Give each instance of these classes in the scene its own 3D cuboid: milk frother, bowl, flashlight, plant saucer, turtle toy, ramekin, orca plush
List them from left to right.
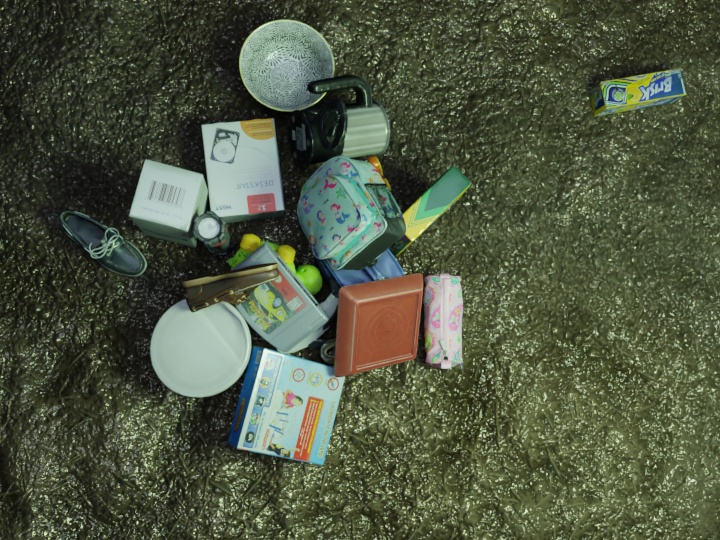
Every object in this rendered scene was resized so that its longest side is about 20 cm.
[{"bbox_3d":[-0.311,0.155,1.551,0.202,0.094,0.203,-1,81,5],"label":"ramekin"},{"bbox_3d":[-0.294,-0.068,1.541,0.068,0.200,0.068,-30,88,-9],"label":"flashlight"},{"bbox_3d":[-0.177,0.007,1.593,0.199,0.101,0.146,17,103,0],"label":"turtle toy"},{"bbox_3d":[-0.158,-0.424,1.657,0.200,0.094,0.202,1,83,-6],"label":"bowl"},{"bbox_3d":[-0.105,0.088,1.597,0.105,0.071,0.200,24,117,-16],"label":"orca plush"},{"bbox_3d":[-0.023,-0.287,1.568,0.188,0.181,0.200,-14,42,-27],"label":"milk frother"},{"bbox_3d":[0.046,0.116,1.552,0.199,0.037,0.200,-10,115,-31],"label":"plant saucer"}]

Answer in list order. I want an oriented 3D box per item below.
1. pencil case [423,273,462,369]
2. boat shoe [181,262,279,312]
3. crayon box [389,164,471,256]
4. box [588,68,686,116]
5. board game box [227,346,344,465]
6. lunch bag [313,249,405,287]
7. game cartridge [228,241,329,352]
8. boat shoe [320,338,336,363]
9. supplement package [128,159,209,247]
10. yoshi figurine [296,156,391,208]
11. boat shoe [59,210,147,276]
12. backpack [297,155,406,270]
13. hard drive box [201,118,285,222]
[{"bbox_3d":[0.176,0.109,1.635,0.087,0.087,0.201,2,82,-6],"label":"pencil case"},{"bbox_3d":[-0.245,0.033,1.482,0.199,0.070,0.071,-12,94,17],"label":"boat shoe"},{"bbox_3d":[0.130,-0.119,1.599,0.173,0.200,0.058,-43,89,-10],"label":"crayon box"},{"bbox_3d":[0.633,-0.407,1.760,0.199,0.070,0.065,-12,87,-8],"label":"box"},{"bbox_3d":[-0.145,0.273,1.551,0.195,0.056,0.201,20,80,-29],"label":"board game box"},{"bbox_3d":[0.000,0.000,1.603,0.136,0.132,0.200,-36,88,-10],"label":"lunch bag"},{"bbox_3d":[-0.174,0.060,1.533,0.133,0.041,0.200,-38,96,16],"label":"game cartridge"},{"bbox_3d":[0.016,0.158,1.613,0.199,0.076,0.072,-16,85,-9],"label":"boat shoe"},{"bbox_3d":[-0.377,-0.129,1.539,0.117,0.200,0.118,14,81,-5],"label":"supplement package"},{"bbox_3d":[-0.043,-0.169,1.615,0.199,0.112,0.112,-22,114,-1],"label":"yoshi figurine"},{"bbox_3d":[-0.530,-0.058,1.582,0.200,0.062,0.075,39,78,-1],"label":"boat shoe"},{"bbox_3d":[-0.029,-0.116,1.480,0.150,0.177,0.200,6,53,-48],"label":"backpack"},{"bbox_3d":[-0.246,-0.209,1.628,0.155,0.077,0.201,-8,84,-7],"label":"hard drive box"}]
